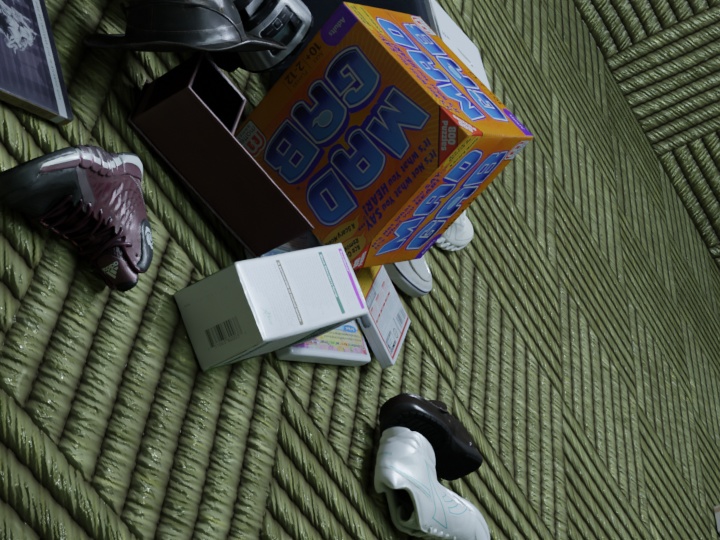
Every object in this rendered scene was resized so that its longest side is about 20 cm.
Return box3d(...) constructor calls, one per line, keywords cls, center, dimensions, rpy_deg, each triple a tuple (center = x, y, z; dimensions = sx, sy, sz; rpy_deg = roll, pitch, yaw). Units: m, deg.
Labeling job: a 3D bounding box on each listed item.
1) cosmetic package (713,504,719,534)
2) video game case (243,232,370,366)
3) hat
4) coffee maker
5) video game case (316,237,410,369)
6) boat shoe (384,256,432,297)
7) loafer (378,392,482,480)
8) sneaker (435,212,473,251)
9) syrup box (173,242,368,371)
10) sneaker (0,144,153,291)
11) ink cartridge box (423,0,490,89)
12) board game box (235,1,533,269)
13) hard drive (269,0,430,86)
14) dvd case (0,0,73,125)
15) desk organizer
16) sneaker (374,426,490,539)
box3d(cls="cosmetic package", center=(0.812, 0.488, 2.993), dimensions=(0.105, 0.200, 0.071), rpy_deg=(55, 23, -30))
box3d(cls="video game case", center=(-0.063, 0.012, 1.629), dimensions=(0.200, 0.024, 0.182), rpy_deg=(14, 56, -65))
box3d(cls="hat", center=(-0.164, -0.247, 1.418), dimensions=(0.201, 0.200, 0.081), rpy_deg=(-29, 121, -69))
box3d(cls="coffee maker", center=(-0.157, -0.320, 1.568), dimensions=(0.200, 0.135, 0.192), rpy_deg=(54, 6, -49))
box3d(cls="video game case", center=(0.000, 0.000, 1.749), dimensions=(0.200, 0.017, 0.143), rpy_deg=(64, 17, -13))
box3d(cls="boat shoe", center=(0.048, -0.050, 1.893), dimensions=(0.200, 0.070, 0.071), rpy_deg=(56, 23, -26))
box3d(cls="loafer", center=(0.071, 0.181, 1.729), dimensions=(0.200, 0.073, 0.071), rpy_deg=(45, 20, -54))
box3d(cls="sneaker", center=(0.117, -0.088, 2.087), dimensions=(0.200, 0.081, 0.075), rpy_deg=(37, 34, -55))
box3d(cls="syrup box", center=(-0.081, 0.032, 1.451), dimensions=(0.200, 0.079, 0.082), rpy_deg=(-10, 77, -60))
box3d(cls="sneaker", center=(-0.218, -0.037, 1.238), dimensions=(0.200, 0.076, 0.116), rpy_deg=(-11, 82, -69))
box3d(cls="ink cartridge box", center=(0.042, -0.237, 1.888), dimensions=(0.145, 0.200, 0.085), rpy_deg=(37, 36, -53))
box3d(cls="board game box", center=(0.026, -0.145, 1.656), dimensions=(0.200, 0.200, 0.200), rpy_deg=(48, 22, 15))
box3d(cls="hard drive", center=(-0.019, -0.288, 1.794), dimensions=(0.042, 0.200, 0.135), rpy_deg=(72, 6, -61))
box3d(cls="dvd case", center=(-0.318, -0.211, 1.253), dimensions=(0.200, 0.016, 0.149), rpy_deg=(21, 49, -61))
box3d(cls="desk organizer", center=(-0.128, -0.111, 1.487), dimensions=(0.200, 0.077, 0.072), rpy_deg=(49, 33, -27))
box3d(cls="sneaker", center=(0.071, 0.264, 1.649), dimensions=(0.200, 0.070, 0.080), rpy_deg=(53, 40, -26))
